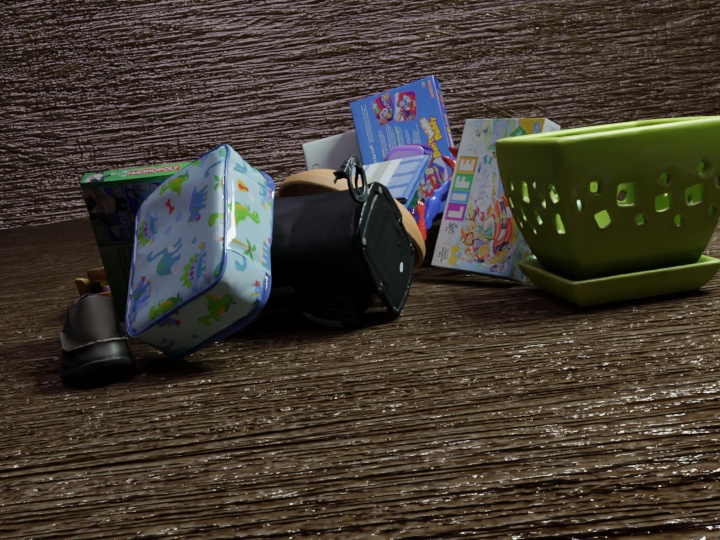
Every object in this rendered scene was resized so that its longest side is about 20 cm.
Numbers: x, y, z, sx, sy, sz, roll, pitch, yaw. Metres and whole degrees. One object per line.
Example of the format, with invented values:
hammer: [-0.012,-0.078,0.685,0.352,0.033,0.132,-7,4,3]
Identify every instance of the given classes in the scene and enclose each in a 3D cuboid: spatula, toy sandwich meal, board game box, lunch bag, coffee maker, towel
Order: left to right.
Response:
toy sandwich meal: [-0.307,0.013,1.290,0.203,0.071,0.205,-6,9,1]
board game box: [-0.235,-0.025,1.084,0.133,0.201,0.029,-6,32,0]
lunch bag: [-0.166,-0.019,0.951,0.160,0.201,0.082,-30,-45,26]
coffee maker: [-0.061,-0.036,1.038,0.199,0.193,0.135,-4,25,25]
towel: [-0.008,-0.108,1.291,0.199,0.024,0.147,-9,30,24]
spatula: [0.050,-0.084,1.316,0.056,0.201,0.021,4,-21,18]
board game box: [0.071,-0.168,1.365,0.134,0.202,0.045,-15,-9,17]
board game box: [0.170,-0.092,1.182,0.034,0.202,0.134,17,-5,-41]

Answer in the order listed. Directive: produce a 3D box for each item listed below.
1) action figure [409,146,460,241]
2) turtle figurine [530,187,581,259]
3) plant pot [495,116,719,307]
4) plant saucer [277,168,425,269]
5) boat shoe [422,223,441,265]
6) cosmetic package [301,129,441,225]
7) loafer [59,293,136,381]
action figure: [0.083,-0.069,1.241,0.051,0.201,0.065,27,-14,-8]
turtle figurine: [0.209,-0.074,1.221,0.193,0.145,0.200,-14,14,19]
plant pot: [0.275,-0.067,1.020,0.198,0.183,0.199,-7,9,-9]
plant saucer: [-0.007,-0.065,1.146,0.199,0.038,0.200,24,-18,8]
boat shoe: [0.141,-0.042,1.342,0.199,0.073,0.072,-8,15,20]
cosmetic package: [0.037,-0.132,1.486,0.199,0.169,0.166,-12,-7,17]
loafer: [-0.279,0.063,0.950,0.072,0.072,0.200,-10,9,-22]
